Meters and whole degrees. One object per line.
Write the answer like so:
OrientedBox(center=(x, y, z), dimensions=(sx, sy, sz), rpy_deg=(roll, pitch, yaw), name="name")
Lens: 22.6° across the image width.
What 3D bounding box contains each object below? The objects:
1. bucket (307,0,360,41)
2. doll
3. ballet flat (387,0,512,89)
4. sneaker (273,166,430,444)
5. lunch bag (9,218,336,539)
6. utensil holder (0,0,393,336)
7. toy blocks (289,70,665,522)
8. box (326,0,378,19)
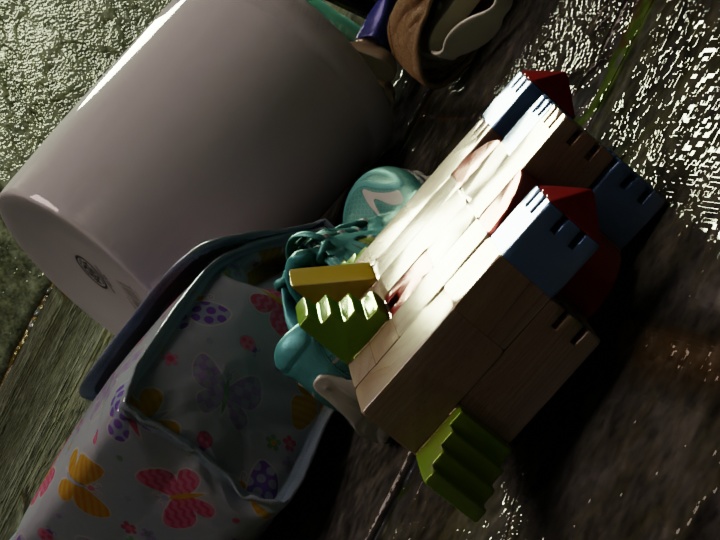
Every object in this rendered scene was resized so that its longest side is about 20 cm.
OrientedBox(center=(-0.087, -0.132, 1.382), dimensions=(0.208, 0.134, 0.207), rpy_deg=(-57, 13, 21), name="bucket")
OrientedBox(center=(0.040, -0.212, 1.236), dimensions=(0.137, 0.048, 0.201), rpy_deg=(94, -160, -70), name="doll")
OrientedBox(center=(0.077, -0.181, 1.024), dimensions=(0.200, 0.068, 0.073), rpy_deg=(-54, 35, 34), name="ballet flat")
OrientedBox(center=(0.000, 0.000, 0.901), dimensions=(0.078, 0.079, 0.200), rpy_deg=(-55, 14, 28), name="sneaker")
OrientedBox(center=(-0.087, 0.077, 0.993), dimensions=(0.170, 0.127, 0.200), rpy_deg=(-50, 5, 43), name="lunch bag")
OrientedBox(center=(-0.105, -0.065, 1.135), dimensions=(0.200, 0.170, 0.170), rpy_deg=(-49, 8, -19), name="utensil holder")
OrientedBox(center=(0.056, -0.006, 0.704), dimensions=(0.137, 0.100, 0.200), rpy_deg=(-49, 15, 9), name="toy blocks")
OrientedBox(center=(0.004, -0.287, 1.260), dimensions=(0.044, 0.160, 0.201), rpy_deg=(25, 95, 39), name="box")
